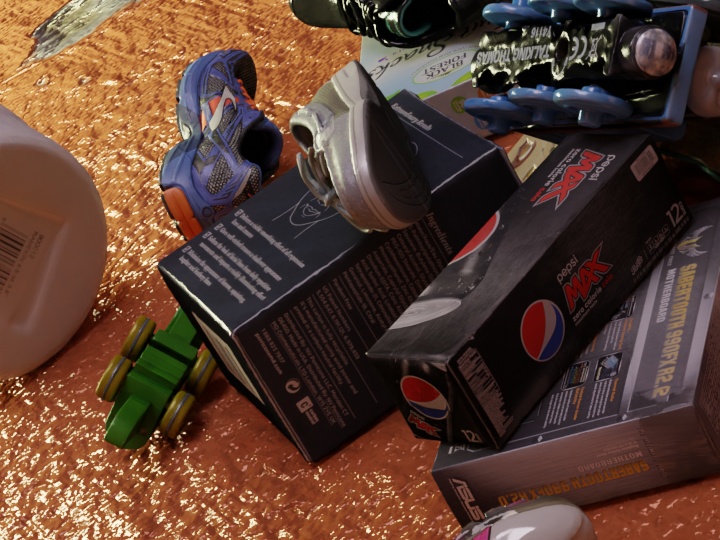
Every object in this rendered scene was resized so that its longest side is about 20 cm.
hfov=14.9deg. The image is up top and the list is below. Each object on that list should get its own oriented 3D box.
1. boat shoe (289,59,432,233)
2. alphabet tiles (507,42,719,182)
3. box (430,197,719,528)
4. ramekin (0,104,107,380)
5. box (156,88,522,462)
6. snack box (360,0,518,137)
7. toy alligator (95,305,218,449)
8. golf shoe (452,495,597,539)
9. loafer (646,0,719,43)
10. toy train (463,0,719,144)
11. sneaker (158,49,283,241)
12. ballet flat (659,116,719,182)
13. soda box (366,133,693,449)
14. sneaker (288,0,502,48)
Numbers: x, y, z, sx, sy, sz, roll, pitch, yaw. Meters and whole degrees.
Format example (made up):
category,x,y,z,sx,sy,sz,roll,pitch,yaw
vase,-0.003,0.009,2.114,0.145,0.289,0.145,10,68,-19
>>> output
category,x,y,z,sx,sy,sz,roll,pitch,yaw
boat shoe,-0.006,-0.065,1.619,0.065,0.075,0.202,-33,22,8
alphabet tiles,0.159,-0.112,1.720,0.200,0.008,0.167,-51,28,26
box,0.135,0.050,1.532,0.158,0.048,0.200,-16,30,25
ramekin,-0.272,-0.017,1.912,0.200,0.201,0.098,-42,36,-22
box,0.000,0.000,1.693,0.200,0.107,0.148,-35,27,-8
snack box,0.071,-0.155,1.952,0.142,0.053,0.200,-24,27,16
toy alligator,-0.124,0.058,1.786,0.200,0.059,0.054,-61,-1,-46
golf shoe,0.051,0.197,1.345,0.200,0.073,0.092,-45,34,-7
loafer,0.179,-0.175,1.647,0.200,0.072,0.063,9,79,66
toy train,0.143,-0.116,1.609,0.200,0.114,0.087,1,78,63
sneaker,-0.091,-0.095,2.010,0.078,0.075,0.200,-13,38,15
ballet flat,0.223,-0.085,1.645,0.071,0.071,0.200,-35,25,-10
soda box,0.095,0.008,1.520,0.071,0.063,0.200,3,41,48
sneaker,0.019,-0.197,1.935,0.199,0.076,0.079,-6,37,41
